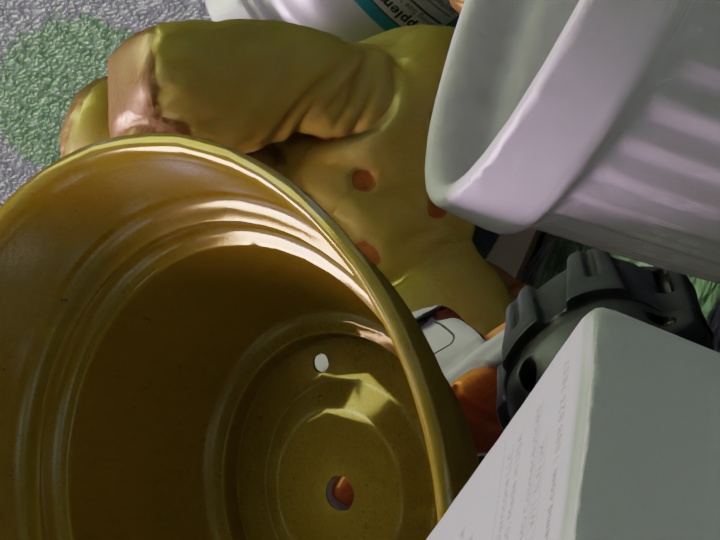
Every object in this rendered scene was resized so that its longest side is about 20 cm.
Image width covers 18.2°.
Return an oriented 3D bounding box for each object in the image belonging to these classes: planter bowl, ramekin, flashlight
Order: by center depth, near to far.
[{"bbox_3d":[0.102,-0.088,0.548,0.200,0.105,0.201,-157,90,-82],"label":"ramekin"},{"bbox_3d":[0.061,0.056,0.572,0.200,0.068,0.068,-91,16,-70],"label":"flashlight"},{"bbox_3d":[-0.028,0.064,0.611,0.083,0.200,0.201,-3,-54,-49],"label":"planter bowl"}]

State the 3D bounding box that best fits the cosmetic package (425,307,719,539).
[{"bbox_3d":[0.043,0.105,0.429,0.074,0.101,0.200,-76,10,-46],"label":"cosmetic package"}]

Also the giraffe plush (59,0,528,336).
[{"bbox_3d":[0.000,0.000,0.817,0.173,0.199,0.163,52,-151,-79],"label":"giraffe plush"}]

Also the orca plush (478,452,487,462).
[{"bbox_3d":[0.000,0.149,0.702,0.200,0.105,0.071,-45,54,18],"label":"orca plush"}]

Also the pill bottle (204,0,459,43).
[{"bbox_3d":[0.032,-0.149,0.882,0.200,0.111,0.111,-35,22,24],"label":"pill bottle"}]

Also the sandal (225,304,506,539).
[{"bbox_3d":[-0.010,0.058,0.709,0.206,0.059,0.079,-36,-27,-6],"label":"sandal"}]

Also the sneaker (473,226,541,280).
[{"bbox_3d":[0.038,-0.051,0.928,0.067,0.090,0.201,-136,69,-84],"label":"sneaker"}]
